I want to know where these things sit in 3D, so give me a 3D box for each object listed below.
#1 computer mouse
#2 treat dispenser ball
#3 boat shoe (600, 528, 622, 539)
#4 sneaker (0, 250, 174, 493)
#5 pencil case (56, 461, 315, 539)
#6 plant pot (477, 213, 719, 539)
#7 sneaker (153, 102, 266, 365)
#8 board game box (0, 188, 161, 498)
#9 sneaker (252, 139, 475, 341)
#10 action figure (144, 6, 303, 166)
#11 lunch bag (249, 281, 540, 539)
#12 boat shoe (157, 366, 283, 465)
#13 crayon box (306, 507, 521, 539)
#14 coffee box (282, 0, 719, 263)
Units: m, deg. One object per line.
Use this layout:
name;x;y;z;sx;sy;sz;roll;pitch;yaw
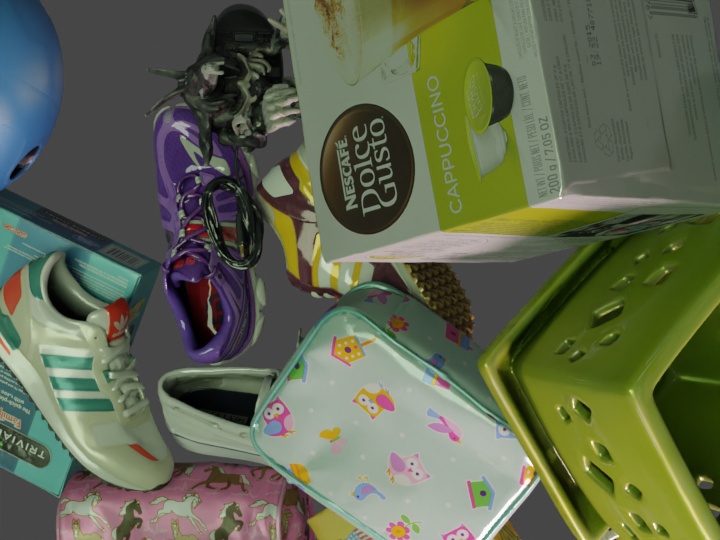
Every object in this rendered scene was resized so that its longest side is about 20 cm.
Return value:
computer mouse;-0.089;-0.099;1.570;0.058;0.034;0.201;4;81;-6
treat dispenser ball;-0.320;-0.145;1.571;0.200;0.201;0.202;4;102;17
boat shoe;0.183;0.175;1.530;0.074;0.086;0.202;-32;91;21
sneaker;-0.198;0.074;1.597;0.093;0.070;0.200;-42;85;26
pencil case;-0.134;0.196;1.647;0.199;0.083;0.087;-5;130;18
plant pot;0.207;0.075;1.400;0.181;0.199;0.200;6;134;51
sneaker;-0.117;-0.026;1.594;0.080;0.083;0.201;-9;98;19
board game box;-0.262;0.055;1.676;0.151;0.047;0.201;26;108;10
sneaker;0.000;0.000;1.572;0.090;0.075;0.200;-43;79;23
action figure;-0.052;-0.136;1.511;0.199;0.102;0.119;2;67;-6
lunch bag;0.027;0.114;1.515;0.200;0.077;0.161;36;119;1
boat shoe;-0.061;0.109;1.600;0.199;0.074;0.065;0;143;17
crayon box;0.066;0.238;1.608;0.127;0.051;0.200;-32;91;21
coffee box;0.093;-0.118;1.341;0.197;0.200;0.201;-15;81;41
